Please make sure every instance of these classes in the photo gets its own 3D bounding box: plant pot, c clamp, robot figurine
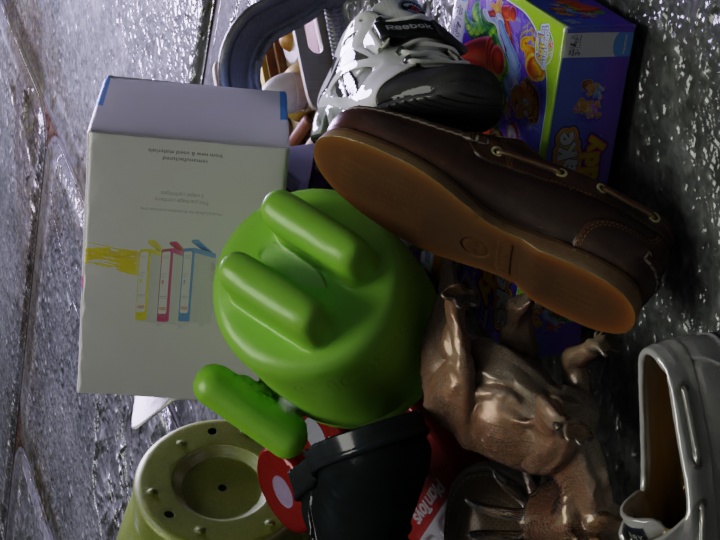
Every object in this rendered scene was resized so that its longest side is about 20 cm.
[{"bbox_3d":[-0.107,0.222,1.419,0.201,0.199,0.194,-117,23,-44],"label":"plant pot"},{"bbox_3d":[-0.027,-0.133,1.324,0.027,0.170,0.201,22,129,42],"label":"c clamp"},{"bbox_3d":[-0.015,0.026,1.107,0.115,0.176,0.200,29,171,24],"label":"robot figurine"}]

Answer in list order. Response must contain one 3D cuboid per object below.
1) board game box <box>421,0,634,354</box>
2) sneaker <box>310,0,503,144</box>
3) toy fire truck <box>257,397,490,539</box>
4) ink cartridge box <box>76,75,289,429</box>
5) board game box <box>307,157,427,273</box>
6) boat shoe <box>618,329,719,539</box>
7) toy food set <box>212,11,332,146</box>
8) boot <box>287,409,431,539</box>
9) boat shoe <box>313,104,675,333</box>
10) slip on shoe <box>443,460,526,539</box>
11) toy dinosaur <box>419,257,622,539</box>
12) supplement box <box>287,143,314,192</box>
[{"bbox_3d":[0.094,-0.070,1.111,0.134,0.044,0.201,-133,44,-56],"label":"board game box"},{"bbox_3d":[0.023,-0.120,1.091,0.200,0.074,0.089,-178,96,-66],"label":"sneaker"},{"bbox_3d":[0.028,0.150,1.264,0.168,0.112,0.200,54,147,21],"label":"toy fire truck"},{"bbox_3d":[-0.116,-0.009,1.220,0.129,0.124,0.201,-98,13,-68],"label":"ink cartridge box"},{"bbox_3d":[0.000,0.000,1.261,0.032,0.120,0.201,41,130,36],"label":"board game box"},{"bbox_3d":[0.164,0.131,0.964,0.071,0.069,0.201,-154,63,-64],"label":"boat shoe"},{"bbox_3d":[-0.074,-0.149,1.498,0.200,0.060,0.144,132,129,-59],"label":"toy food set"},{"bbox_3d":[0.015,0.178,1.104,0.198,0.073,0.163,129,125,-69],"label":"boot"},{"bbox_3d":[0.074,-0.039,1.018,0.071,0.199,0.071,-58,-7,-29],"label":"boat shoe"},{"bbox_3d":[0.087,0.218,1.134,0.076,0.061,0.202,-3,94,23],"label":"slip on shoe"},{"bbox_3d":[0.081,0.083,1.051,0.200,0.086,0.136,46,136,24],"label":"toy dinosaur"},{"bbox_3d":[-0.026,0.010,1.339,0.061,0.108,0.201,36,126,47],"label":"supplement box"}]
